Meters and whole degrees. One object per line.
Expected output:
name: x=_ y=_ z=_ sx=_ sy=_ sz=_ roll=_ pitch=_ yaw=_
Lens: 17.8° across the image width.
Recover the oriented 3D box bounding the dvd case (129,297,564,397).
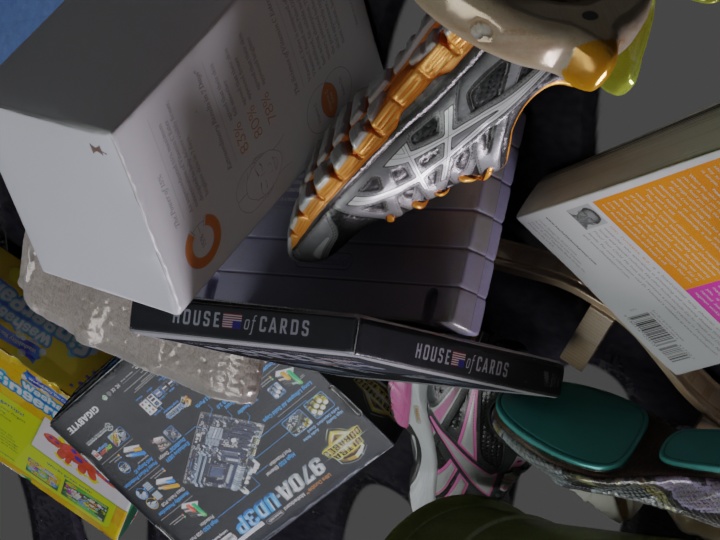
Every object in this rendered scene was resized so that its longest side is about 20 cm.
dvd case: x=-0.004 y=0.042 z=1.242 sx=0.150 sy=0.025 sz=0.200 roll=4 pitch=174 yaw=36

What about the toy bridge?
toy bridge: x=0.133 y=0.031 z=1.297 sx=0.200 sy=0.027 sz=0.067 roll=33 pitch=147 yaw=7

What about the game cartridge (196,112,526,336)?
game cartridge: x=-0.003 y=-0.034 z=1.267 sx=0.200 sy=0.130 sz=0.038 roll=4 pitch=162 yaw=42

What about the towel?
towel: x=-0.136 y=-0.008 z=1.447 sx=0.200 sy=0.034 sz=0.133 roll=21 pitch=112 yaw=32

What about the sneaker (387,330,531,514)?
sneaker: x=0.076 y=0.109 z=1.410 sx=0.086 sy=0.080 sz=0.200 roll=7 pitch=145 yaw=20

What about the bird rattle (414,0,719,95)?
bird rattle: x=0.070 y=-0.159 z=1.017 sx=0.200 sy=0.163 sz=0.113 roll=35 pitch=131 yaw=-10

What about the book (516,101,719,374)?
book: x=0.187 y=-0.014 z=1.172 sx=0.134 sy=0.048 sz=0.200 roll=45 pitch=148 yaw=-17

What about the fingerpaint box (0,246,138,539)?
fingerpaint box: x=-0.228 y=0.086 z=1.683 sx=0.200 sy=0.073 sz=0.167 roll=33 pitch=148 yaw=5

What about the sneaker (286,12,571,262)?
sneaker: x=0.035 y=-0.068 z=1.173 sx=0.077 sy=0.078 sz=0.200 roll=36 pitch=117 yaw=-16

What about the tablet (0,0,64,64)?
tablet: x=-0.225 y=-0.137 z=1.385 sx=0.014 sy=0.130 sz=0.200 roll=6 pitch=175 yaw=-44

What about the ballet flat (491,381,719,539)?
ballet flat: x=0.162 y=0.114 z=1.277 sx=0.200 sy=0.072 sz=0.072 roll=11 pitch=138 yaw=33

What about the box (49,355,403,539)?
box: x=-0.088 y=0.097 z=1.520 sx=0.159 sy=0.046 sz=0.200 roll=44 pitch=126 yaw=-8

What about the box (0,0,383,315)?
box: x=-0.090 y=-0.096 z=1.202 sx=0.097 sy=0.200 sz=0.124 roll=16 pitch=141 yaw=32

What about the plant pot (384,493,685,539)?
plant pot: x=0.129 y=0.219 z=1.309 sx=0.190 sy=0.200 sz=0.200 roll=-14 pitch=121 yaw=48
